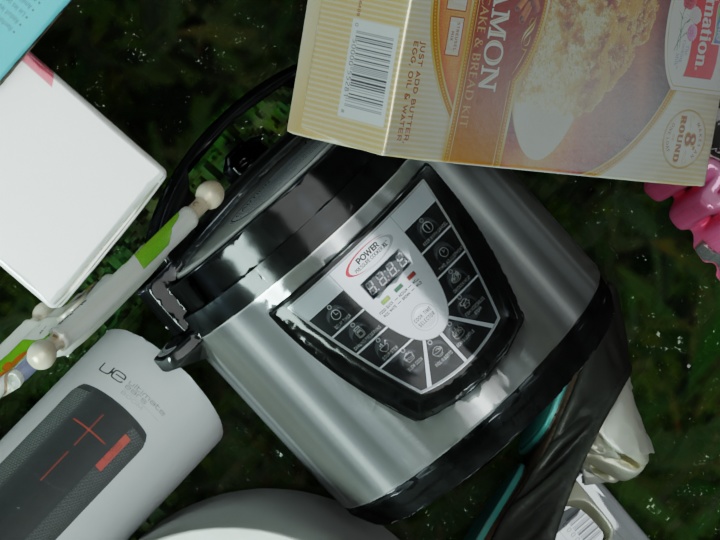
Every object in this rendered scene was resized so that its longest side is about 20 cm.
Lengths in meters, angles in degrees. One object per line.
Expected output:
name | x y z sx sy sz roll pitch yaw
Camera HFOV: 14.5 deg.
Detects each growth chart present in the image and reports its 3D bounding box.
growth chart | -0.150 0.035 1.302 0.018 0.200 0.145 49 55 -7

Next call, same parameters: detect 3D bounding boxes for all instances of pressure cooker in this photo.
pressure cooker | -0.001 0.001 1.360 0.200 0.176 0.178 48 128 -7

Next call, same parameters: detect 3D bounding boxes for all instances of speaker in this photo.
speaker | -0.158 0.122 1.372 0.081 0.081 0.200 47 67 -8

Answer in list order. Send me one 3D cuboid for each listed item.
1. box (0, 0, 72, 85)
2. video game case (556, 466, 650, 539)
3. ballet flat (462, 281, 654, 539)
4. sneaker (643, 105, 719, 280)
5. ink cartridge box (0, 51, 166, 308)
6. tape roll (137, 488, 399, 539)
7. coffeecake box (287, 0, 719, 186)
box | -0.119 -0.149 1.172 0.049 0.082 0.200 41 96 -8
video game case | 0.110 0.232 1.470 0.182 0.023 0.200 -41 99 0
ballet flat | 0.101 0.102 1.412 0.068 0.068 0.201 29 71 -6
sneaker | 0.174 -0.080 1.425 0.200 0.079 0.095 48 69 -8
ink cartridge box | -0.174 -0.064 1.326 0.146 0.200 0.083 40 88 -8
tape roll | -0.053 0.214 1.380 0.202 0.139 0.204 0 93 7
coffeecake box | 0.076 -0.124 1.267 0.199 0.073 0.154 3 99 -40
